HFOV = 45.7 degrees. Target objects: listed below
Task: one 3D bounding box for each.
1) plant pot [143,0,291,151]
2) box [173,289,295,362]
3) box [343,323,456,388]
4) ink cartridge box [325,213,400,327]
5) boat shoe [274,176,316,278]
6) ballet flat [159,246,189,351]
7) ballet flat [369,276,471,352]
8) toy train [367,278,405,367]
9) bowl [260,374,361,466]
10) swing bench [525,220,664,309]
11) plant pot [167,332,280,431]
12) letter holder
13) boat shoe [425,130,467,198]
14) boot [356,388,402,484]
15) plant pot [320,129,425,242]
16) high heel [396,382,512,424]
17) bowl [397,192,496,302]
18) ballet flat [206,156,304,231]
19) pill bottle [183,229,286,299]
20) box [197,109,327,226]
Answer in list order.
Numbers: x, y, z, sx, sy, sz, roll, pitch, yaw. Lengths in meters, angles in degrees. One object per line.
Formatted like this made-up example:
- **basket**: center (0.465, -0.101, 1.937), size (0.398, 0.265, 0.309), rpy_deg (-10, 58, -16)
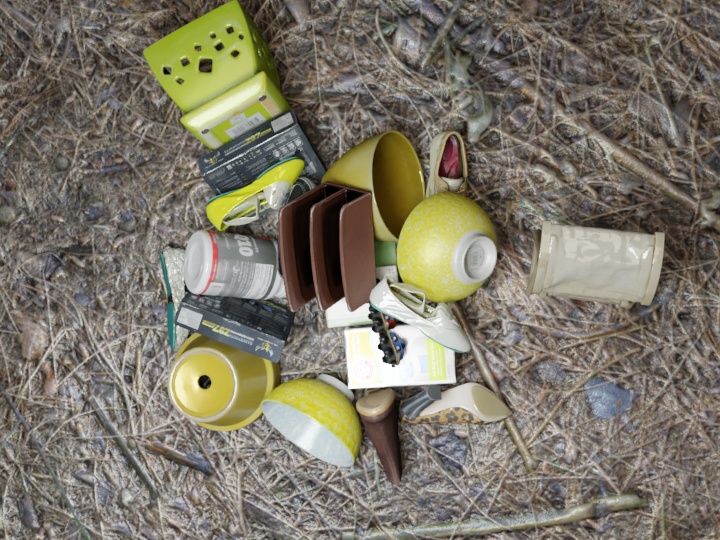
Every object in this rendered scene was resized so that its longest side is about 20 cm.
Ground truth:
- **plant pot**: center (-0.243, -0.332, 1.550), size (0.199, 0.199, 0.183), rpy_deg (-28, 73, 5)
- **box**: center (-0.224, 0.085, 1.556), size (0.198, 0.158, 0.051), rpy_deg (22, 108, -4)
- **box**: center (0.074, 0.154, 1.565), size (0.198, 0.101, 0.114), rpy_deg (-4, 87, 6)
- **ink cartridge box**: center (0.000, 0.000, 1.606), size (0.144, 0.048, 0.202), rpy_deg (-6, 90, 7)
- **boat shoe**: center (-0.119, -0.077, 1.521), size (0.073, 0.068, 0.201), rpy_deg (-1, 76, 32)
- **ballet flat**: center (-0.341, 0.052, 1.636), size (0.071, 0.072, 0.202), rpy_deg (-7, 89, 6)
- **ballet flat**: center (0.111, 0.073, 1.470), size (0.199, 0.069, 0.070), rpy_deg (28, 92, 4)
- **toy train**: center (0.040, 0.087, 1.512), size (0.045, 0.034, 0.201), rpy_deg (-9, 51, -11)
- **bowl**: center (-0.071, 0.255, 1.555), size (0.199, 0.200, 0.108), rpy_deg (31, 63, 6)
- **swing bench**: center (0.399, -0.007, 1.483), size (0.197, 0.200, 0.131), rpy_deg (7, 89, 7)
- **plant pot**: center (-0.260, 0.198, 1.559), size (0.199, 0.189, 0.203), rpy_deg (0, 88, 6)
- **letter holder**: center (-0.056, -0.028, 1.450), size (0.100, 0.142, 0.202), rpy_deg (17, 124, 34)
- **boat shoe**: center (0.162, -0.160, 1.574), size (0.073, 0.066, 0.202), rpy_deg (-3, 88, -12)
- **boot**: center (0.048, 0.297, 1.516), size (0.072, 0.200, 0.168), rpy_deg (-17, 89, 1)
- **plant pot**: center (0.012, -0.142, 1.552), size (0.141, 0.199, 0.202), rpy_deg (-6, 87, 32)
- **high heel**: center (0.169, 0.260, 1.586), size (0.198, 0.143, 0.072), rpy_deg (15, 58, -23)
- **bowl**: center (0.174, -0.030, 1.497), size (0.199, 0.107, 0.202), rpy_deg (-11, 109, -32)
- **ballet flat**: center (-0.180, -0.129, 1.523), size (0.199, 0.067, 0.067), rpy_deg (-26, 67, 5)
- **pill bottle**: center (-0.209, -0.007, 1.554), size (0.199, 0.114, 0.115), rpy_deg (6, 89, -32)
- **box**: center (-0.175, -0.185, 1.571), size (0.199, 0.158, 0.051), rpy_deg (-27, 49, 6)
